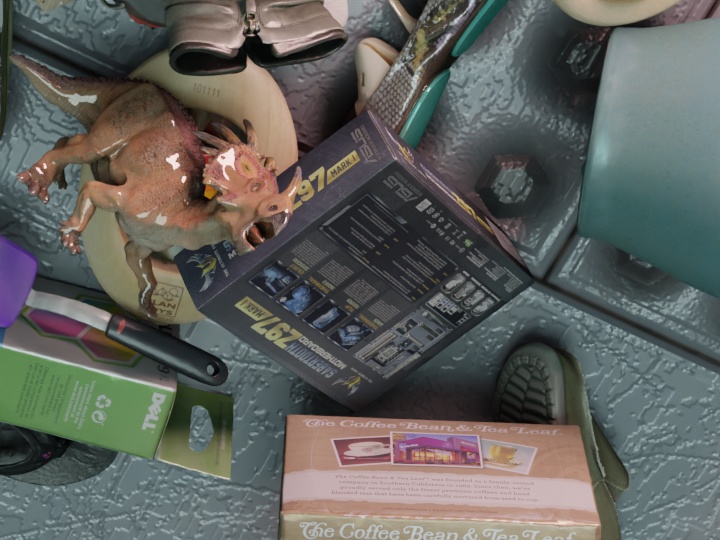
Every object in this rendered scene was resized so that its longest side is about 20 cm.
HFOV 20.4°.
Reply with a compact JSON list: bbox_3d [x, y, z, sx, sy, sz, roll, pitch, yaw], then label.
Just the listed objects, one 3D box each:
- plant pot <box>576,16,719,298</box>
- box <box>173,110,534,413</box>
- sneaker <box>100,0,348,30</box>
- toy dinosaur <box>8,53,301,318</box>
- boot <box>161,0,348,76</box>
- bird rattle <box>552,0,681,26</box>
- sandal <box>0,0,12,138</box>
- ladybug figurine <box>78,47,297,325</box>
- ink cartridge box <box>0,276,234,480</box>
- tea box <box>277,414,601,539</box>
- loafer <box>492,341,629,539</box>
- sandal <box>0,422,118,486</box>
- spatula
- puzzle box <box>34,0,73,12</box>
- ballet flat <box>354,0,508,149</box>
[{"bbox_3d":[0.235,-0.073,1.237,0.187,0.200,0.201,11,116,8],"label":"plant pot"},{"bbox_3d":[0.000,0.000,1.278,0.158,0.051,0.200,-38,142,12],"label":"box"},{"bbox_3d":[-0.106,-0.183,1.232,0.200,0.077,0.082,22,140,-13],"label":"sneaker"},{"bbox_3d":[-0.119,-0.066,1.183,0.135,0.086,0.200,-39,72,9],"label":"toy dinosaur"},{"bbox_3d":[-0.034,-0.180,1.170,0.199,0.131,0.068,-16,160,-18],"label":"boot"},{"bbox_3d":[0.160,-0.209,1.176,0.200,0.113,0.163,-26,138,-15],"label":"bird rattle"},{"bbox_3d":[-0.250,-0.140,1.244,0.080,0.057,0.202,14,100,-4],"label":"sandal"},{"bbox_3d":[-0.111,-0.058,1.279,0.135,0.072,0.200,14,115,-9],"label":"ladybug figurine"},{"bbox_3d":[-0.172,0.064,1.319,0.199,0.104,0.059,16,115,-11],"label":"ink cartridge box"},{"bbox_3d":[0.044,0.210,1.300,0.199,0.134,0.197,1,113,-1],"label":"tea box"},{"bbox_3d":[0.145,0.135,1.402,0.070,0.075,0.201,-23,119,-28],"label":"loafer"},{"bbox_3d":[-0.264,0.106,1.365,0.200,0.048,0.075,18,114,-12],"label":"sandal"},{"bbox_3d":[-0.175,0.029,1.271,0.200,0.057,0.021,24,158,-8],"label":"spatula"},{"bbox_3d":[-0.180,-0.252,1.115,0.133,0.025,0.200,51,143,10],"label":"puzzle box"},{"bbox_3d":[0.037,-0.141,1.260,0.072,0.072,0.201,27,112,-16],"label":"ballet flat"}]
